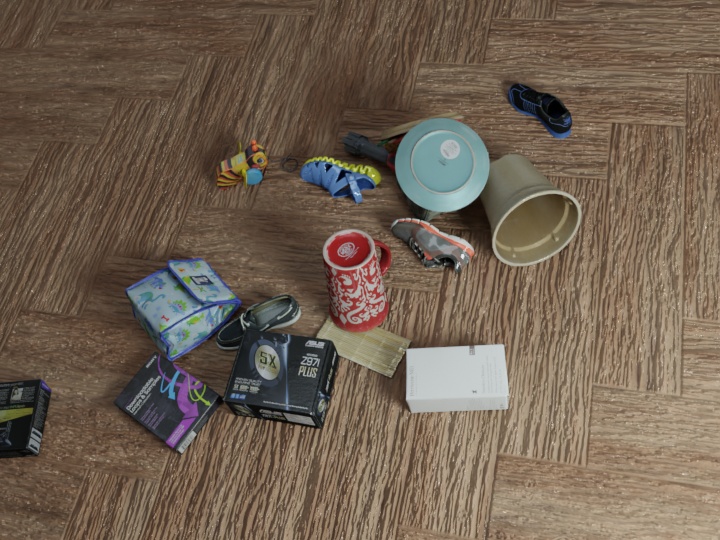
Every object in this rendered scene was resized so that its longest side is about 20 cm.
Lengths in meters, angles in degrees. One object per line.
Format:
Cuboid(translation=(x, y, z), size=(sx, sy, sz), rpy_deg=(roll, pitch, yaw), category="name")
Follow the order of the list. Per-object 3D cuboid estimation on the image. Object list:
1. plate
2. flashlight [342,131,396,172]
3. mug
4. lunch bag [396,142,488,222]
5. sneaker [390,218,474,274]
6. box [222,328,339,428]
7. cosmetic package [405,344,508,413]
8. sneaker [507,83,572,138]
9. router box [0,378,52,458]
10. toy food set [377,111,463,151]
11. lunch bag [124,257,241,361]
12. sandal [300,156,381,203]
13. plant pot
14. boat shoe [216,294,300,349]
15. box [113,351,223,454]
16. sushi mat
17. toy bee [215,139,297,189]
Cuboid(translation=(0.170, -0.222, 1.660), size=(0.198, 0.026, 0.203), rpy_deg=(0, 82, 1), category="plate")
Cuboid(translation=(0.054, -0.280, 1.925), size=(0.199, 0.068, 0.068), rpy_deg=(27, 59, 30), category="flashlight")
Cuboid(translation=(-0.012, 0.002, 1.679), size=(0.132, 0.201, 0.179), rpy_deg=(2, 53, 10), category="mug")
Cuboid(translation=(0.186, -0.211, 1.770), size=(0.167, 0.200, 0.140), rpy_deg=(-28, 78, -11), category="lunch bag")
Cuboid(translation=(0.147, -0.051, 1.762), size=(0.198, 0.077, 0.082), rpy_deg=(21, 72, 23), category="sneaker")
Cuboid(translation=(-0.160, 0.222, 1.651), size=(0.198, 0.086, 0.165), rpy_deg=(7, 60, 15), category="box")
Cuboid(translation=(0.190, 0.215, 1.587), size=(0.198, 0.081, 0.114), rpy_deg=(-5, 60, 8), category="cosmetic package")
Cuboid(translation=(0.429, -0.400, 1.909), size=(0.070, 0.078, 0.200), rpy_deg=(-38, 60, -12), category="sneaker")
Cuboid(translation=(-0.785, 0.325, 1.734), size=(0.198, 0.052, 0.159), rpy_deg=(-6, 58, 8), category="router box")
Cuboid(translation=(0.134, -0.308, 1.780), size=(0.198, 0.198, 0.049), rpy_deg=(-13, 97, 12), category="toy food set")
Cuboid(translation=(-0.389, 0.071, 1.774), size=(0.199, 0.128, 0.170), rpy_deg=(-31, 55, -25), category="lunch bag")
Cuboid(translation=(-0.055, -0.212, 1.898), size=(0.198, 0.080, 0.088), rpy_deg=(11, 65, 19), category="sandal")
Cuboid(translation=(0.343, -0.145, 1.724), size=(0.199, 0.201, 0.184), rpy_deg=(-20, 46, -1), category="plant pot")
Cuboid(translation=(-0.230, 0.107, 1.748), size=(0.199, 0.061, 0.076), rpy_deg=(-27, 58, -6), category="boat shoe")
Cuboid(translation=(-0.409, 0.277, 1.698), size=(0.199, 0.036, 0.143), rpy_deg=(27, 68, 26), category="box")
Cuboid(translation=(0.002, 0.152, 1.703), size=(0.198, 0.012, 0.096), rpy_deg=(21, 66, 22), category="sushi mat")
Cuboid(translation=(-0.271, -0.274, 1.958), size=(0.199, 0.109, 0.131), rpy_deg=(-34, 57, -10), category="toy bee")
